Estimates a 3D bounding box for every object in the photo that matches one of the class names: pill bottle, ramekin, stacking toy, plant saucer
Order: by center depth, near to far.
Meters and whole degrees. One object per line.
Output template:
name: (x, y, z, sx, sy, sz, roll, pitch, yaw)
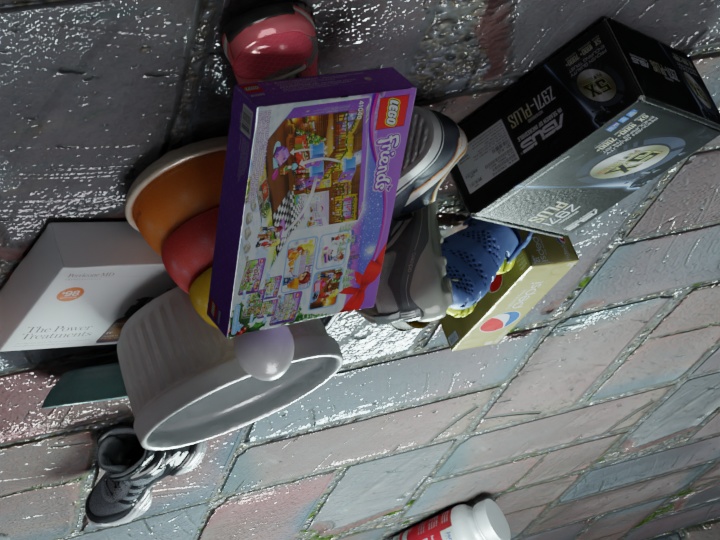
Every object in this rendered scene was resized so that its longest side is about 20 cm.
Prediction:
stacking toy: (-0.103, 0.003, 1.243, 0.146, 0.200, 0.146, -17, 158, -7)
ramekin: (-0.125, 0.075, 1.365, 0.200, 0.105, 0.200, -23, 166, -6)
plant saucer: (-0.225, 0.110, 1.525, 0.200, 0.036, 0.200, -8, 176, -1)
pill bottle: (0.160, 0.484, 2.657, 0.200, 0.112, 0.112, -31, 155, 21)

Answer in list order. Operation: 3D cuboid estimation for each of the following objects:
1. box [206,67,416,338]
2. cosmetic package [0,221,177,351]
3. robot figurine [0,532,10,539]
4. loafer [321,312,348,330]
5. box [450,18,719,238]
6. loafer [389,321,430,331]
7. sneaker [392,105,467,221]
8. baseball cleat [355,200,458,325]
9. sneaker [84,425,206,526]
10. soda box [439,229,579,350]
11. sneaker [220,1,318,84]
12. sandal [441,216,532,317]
box: (-0.039, -0.051, 1.136, 0.137, 0.039, 0.200, -10, 127, -31)
cosmetic package: (-0.216, 0.013, 1.364, 0.200, 0.052, 0.151, -3, 149, -39)
robot figurine: (-0.502, 0.334, 1.755, 0.169, 0.113, 0.200, 0, 170, 31)
loafer: (0.000, 0.000, 1.514, 0.063, 0.072, 0.200, -23, 168, -43)
box: (0.202, -0.123, 1.372, 0.200, 0.086, 0.164, -35, 154, 30)
loafer: (0.049, 0.032, 1.604, 0.073, 0.072, 0.200, -21, 158, -2)
sneaker: (0.011, -0.072, 1.333, 0.200, 0.078, 0.079, -31, 159, 30)
baseball cleat: (0.029, -0.022, 1.358, 0.106, 0.200, 0.070, -10, 121, 3)
sneaker: (-0.284, 0.237, 1.781, 0.200, 0.076, 0.114, -39, 151, 24)
soda box: (0.159, 0.014, 1.670, 0.068, 0.064, 0.200, -7, 154, -29)
sneaker: (-0.053, -0.128, 1.140, 0.074, 0.087, 0.200, -20, 157, -5)
sandal: (0.117, -0.023, 1.491, 0.087, 0.079, 0.200, -53, 176, 35)
